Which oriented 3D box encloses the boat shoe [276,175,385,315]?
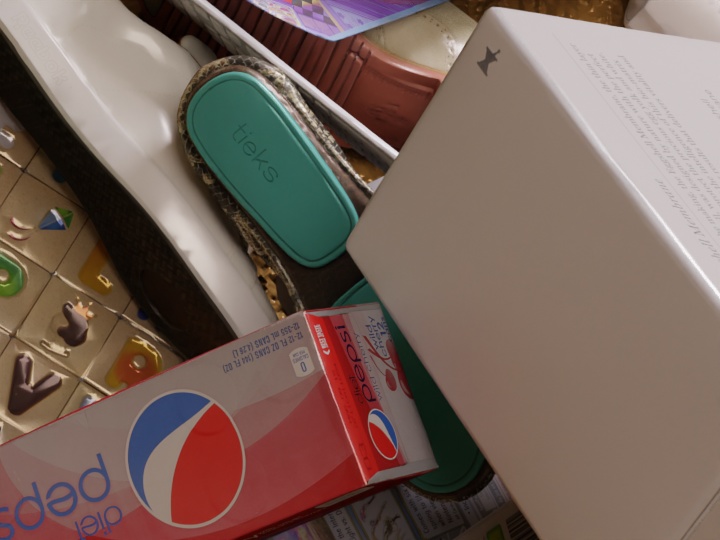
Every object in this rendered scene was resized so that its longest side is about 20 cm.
[{"bbox_3d":[0.066,-0.003,1.160,0.199,0.072,0.066,-8,32,-19],"label":"boat shoe"}]

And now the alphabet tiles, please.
[{"bbox_3d":[-0.141,-0.007,1.135,0.166,0.006,0.200,33,61,-5],"label":"alphabet tiles"}]

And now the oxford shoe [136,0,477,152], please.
[{"bbox_3d":[-0.004,-0.097,1.202,0.199,0.071,0.074,27,41,-12],"label":"oxford shoe"}]

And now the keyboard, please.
[{"bbox_3d":[-0.017,-0.067,1.116,0.200,0.056,0.011,38,91,11],"label":"keyboard"}]

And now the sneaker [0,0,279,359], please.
[{"bbox_3d":[-0.074,-0.047,1.132,0.085,0.073,0.200,-29,80,-26],"label":"sneaker"}]

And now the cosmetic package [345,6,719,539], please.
[{"bbox_3d":[0.136,0.020,0.998,0.199,0.123,0.200,5,39,-41],"label":"cosmetic package"}]

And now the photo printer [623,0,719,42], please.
[{"bbox_3d":[0.221,-0.146,1.297,0.166,0.069,0.200,31,61,-7],"label":"photo printer"}]

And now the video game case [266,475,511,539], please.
[{"bbox_3d":[0.041,0.143,1.098,0.181,0.045,0.201,-18,75,-44],"label":"video game case"}]

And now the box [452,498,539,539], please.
[{"bbox_3d":[0.134,0.147,1.064,0.199,0.101,0.113,2,61,-37],"label":"box"}]

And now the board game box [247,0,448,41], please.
[{"bbox_3d":[-0.020,-0.178,1.185,0.158,0.039,0.200,46,34,13],"label":"board game box"}]

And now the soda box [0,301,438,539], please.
[{"bbox_3d":[-0.076,0.079,1.016,0.063,0.199,0.070,-5,73,-64],"label":"soda box"}]

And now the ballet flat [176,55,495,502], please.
[{"bbox_3d":[0.000,0.000,1.090,0.068,0.075,0.200,-36,82,11],"label":"ballet flat"}]
